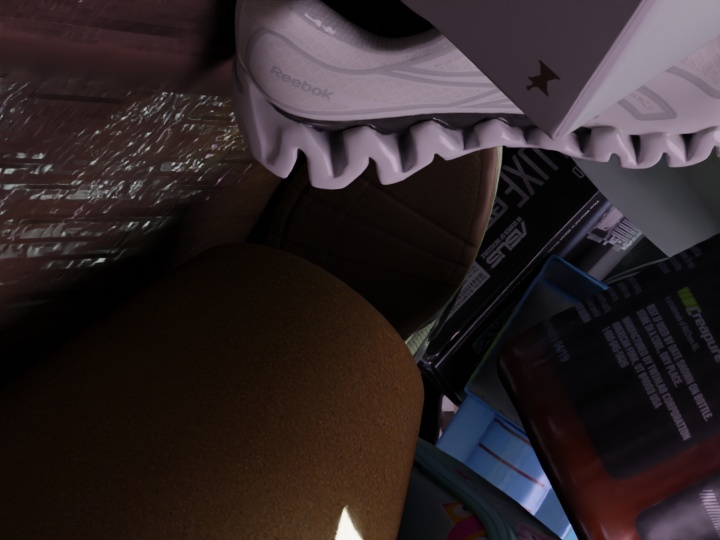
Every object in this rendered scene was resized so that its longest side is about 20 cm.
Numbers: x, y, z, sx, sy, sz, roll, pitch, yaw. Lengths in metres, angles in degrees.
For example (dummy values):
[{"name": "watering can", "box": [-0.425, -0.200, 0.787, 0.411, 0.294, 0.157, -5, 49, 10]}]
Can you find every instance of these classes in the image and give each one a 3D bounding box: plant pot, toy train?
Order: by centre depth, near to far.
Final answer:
[{"name": "plant pot", "box": [-0.068, 0.093, 0.953, 0.200, 0.186, 0.187, -56, 174, -31]}, {"name": "toy train", "box": [0.068, 0.088, 1.242, 0.200, 0.087, 0.114, -57, 164, 3]}]

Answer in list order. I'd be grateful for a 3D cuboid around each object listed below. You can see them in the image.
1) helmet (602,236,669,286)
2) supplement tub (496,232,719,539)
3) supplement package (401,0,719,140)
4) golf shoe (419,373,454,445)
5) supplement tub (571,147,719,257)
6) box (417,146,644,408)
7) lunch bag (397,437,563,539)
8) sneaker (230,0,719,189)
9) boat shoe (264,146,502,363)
[{"name": "helmet", "box": [0.167, 0.044, 1.433, 0.200, 0.199, 0.191, -33, 122, -42]}, {"name": "supplement tub", "box": [0.156, 0.031, 1.045, 0.199, 0.107, 0.107, -26, 167, 3]}, {"name": "supplement package", "box": [0.090, -0.145, 0.789, 0.200, 0.121, 0.120, -34, 163, -44]}, {"name": "golf shoe", "box": [-0.028, 0.111, 1.333, 0.200, 0.078, 0.095, -37, 148, -42]}, {"name": "supplement tub", "box": [0.175, -0.102, 1.133, 0.200, 0.140, 0.140, -43, 167, -7]}, {"name": "box", "box": [0.091, -0.033, 1.280, 0.200, 0.050, 0.158, -46, 167, -3]}, {"name": "lunch bag", "box": [-0.010, 0.158, 1.035, 0.200, 0.077, 0.160, -55, -150, 2]}, {"name": "sneaker", "box": [0.059, -0.075, 0.862, 0.199, 0.075, 0.081, -9, 146, -1]}, {"name": "boat shoe", "box": [0.000, 0.000, 1.081, 0.200, 0.073, 0.065, -62, 180, 35]}]
